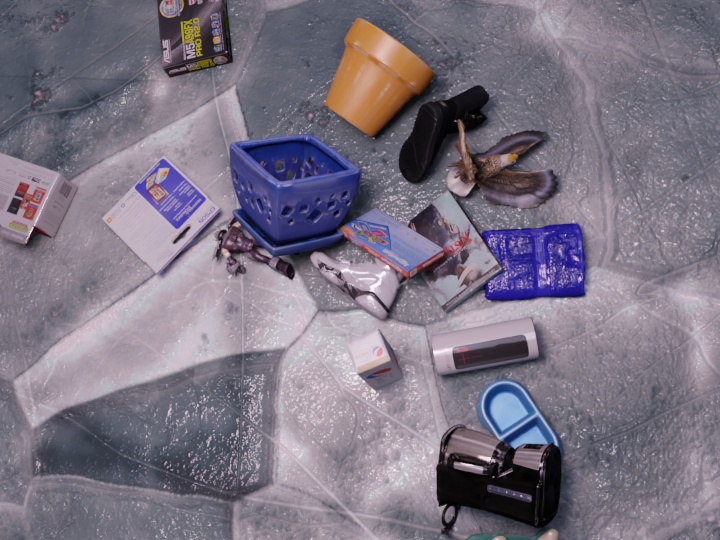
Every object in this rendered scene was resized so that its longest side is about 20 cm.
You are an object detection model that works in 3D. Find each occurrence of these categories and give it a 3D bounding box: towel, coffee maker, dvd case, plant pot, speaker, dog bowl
[{"bbox_3d":[0.338,-0.019,1.590,0.197,0.050,0.149,-4,72,9],"label":"towel"},{"bbox_3d":[0.246,0.381,1.429,0.198,0.134,0.194,7,117,33],"label":"coffee maker"},{"bbox_3d":[0.174,-0.040,1.617,0.146,0.022,0.201,-37,68,16],"label":"dvd case"},{"bbox_3d":[-0.138,-0.145,1.605,0.198,0.181,0.200,-14,39,-34],"label":"plant pot"},{"bbox_3d":[0.234,0.145,1.546,0.198,0.081,0.082,-11,72,7],"label":"speaker"},{"bbox_3d":[0.294,0.291,1.506,0.111,0.050,0.201,-32,70,0],"label":"dog bowl"},{"bbox_3d":[0.024,-0.390,1.695,0.200,0.200,0.184,38,99,18],"label":"plant pot"}]

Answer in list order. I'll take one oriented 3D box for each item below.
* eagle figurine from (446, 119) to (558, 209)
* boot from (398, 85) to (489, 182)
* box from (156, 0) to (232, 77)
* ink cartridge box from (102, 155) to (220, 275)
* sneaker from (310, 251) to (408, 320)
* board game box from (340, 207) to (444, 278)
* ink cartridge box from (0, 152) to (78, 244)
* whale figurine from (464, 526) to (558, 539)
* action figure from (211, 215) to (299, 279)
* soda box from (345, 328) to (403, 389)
[{"bbox_3d":[0.284,-0.210,1.629,0.151,0.198,0.153,41,125,53],"label":"eagle figurine"},{"bbox_3d":[0.176,-0.280,1.673,0.167,0.201,0.077,-23,58,-34],"label":"boot"},{"bbox_3d":[-0.387,-0.563,1.888,0.158,0.044,0.202,-10,72,7],"label":"box"},{"bbox_3d":[-0.429,-0.117,1.766,0.200,0.047,0.198,42,83,17],"label":"ink cartridge box"},{"bbox_3d":[0.000,0.000,1.637,0.199,0.075,0.115,37,82,14],"label":"sneaker"},{"bbox_3d":[0.061,-0.058,1.612,0.102,0.020,0.199,-29,46,-30],"label":"board game box"},{"bbox_3d":[-0.769,-0.152,1.817,0.198,0.084,0.177,19,78,16],"label":"ink cartridge box"},{"bbox_3d":[0.253,0.499,1.418,0.198,0.160,0.104,-27,33,1],"label":"whale figurine"},{"bbox_3d":[-0.227,-0.047,1.697,0.198,0.069,0.131,18,85,19],"label":"action figure"},{"bbox_3d":[0.029,0.169,1.512,0.067,0.200,0.064,-23,71,3],"label":"soda box"}]
